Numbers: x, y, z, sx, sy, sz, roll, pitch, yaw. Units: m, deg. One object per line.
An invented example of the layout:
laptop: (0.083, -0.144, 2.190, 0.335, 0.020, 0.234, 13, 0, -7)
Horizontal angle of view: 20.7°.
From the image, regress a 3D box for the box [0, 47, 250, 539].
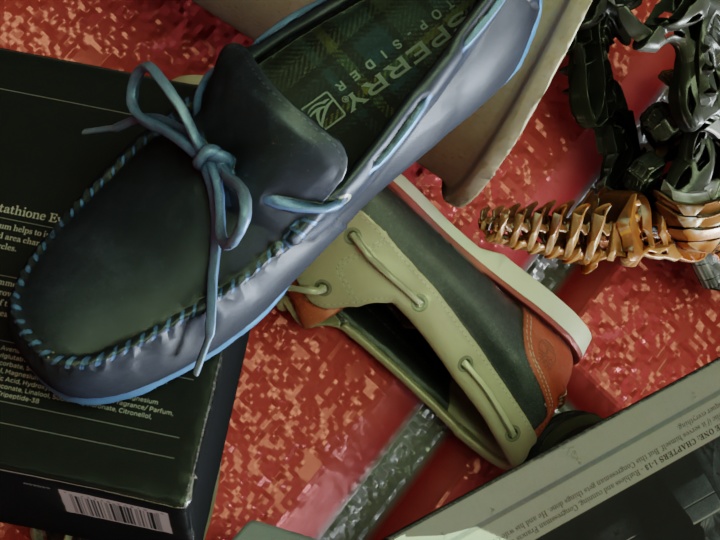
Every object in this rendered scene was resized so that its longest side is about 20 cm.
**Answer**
box: (-0.136, 0.002, 0.649, 0.199, 0.079, 0.142, 11, 70, 2)

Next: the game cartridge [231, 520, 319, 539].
game cartridge: (-0.030, 0.191, 0.685, 0.133, 0.041, 0.201, 17, 62, 12)

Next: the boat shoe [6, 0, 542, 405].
boat shoe: (-0.030, -0.045, 0.593, 0.084, 0.069, 0.200, 40, 76, 13)

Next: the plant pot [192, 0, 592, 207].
plant pot: (-0.003, -0.152, 0.728, 0.183, 0.200, 0.201, 25, 72, -4)

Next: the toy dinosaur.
toy dinosaur: (0.131, -0.050, 0.798, 0.200, 0.102, 0.136, -33, 116, -56)

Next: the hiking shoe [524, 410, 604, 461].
hiking shoe: (0.156, 0.126, 0.774, 0.199, 0.101, 0.076, 30, 82, -13)

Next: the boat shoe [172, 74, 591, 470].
boat shoe: (0.000, 0.000, 0.756, 0.200, 0.071, 0.063, 36, 72, -17)

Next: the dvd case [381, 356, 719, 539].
dvd case: (0.115, 0.150, 0.685, 0.150, 0.025, 0.201, -26, 82, -20)

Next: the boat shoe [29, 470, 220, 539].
boat shoe: (-0.095, 0.096, 0.696, 0.062, 0.073, 0.201, 2, 59, 16)
